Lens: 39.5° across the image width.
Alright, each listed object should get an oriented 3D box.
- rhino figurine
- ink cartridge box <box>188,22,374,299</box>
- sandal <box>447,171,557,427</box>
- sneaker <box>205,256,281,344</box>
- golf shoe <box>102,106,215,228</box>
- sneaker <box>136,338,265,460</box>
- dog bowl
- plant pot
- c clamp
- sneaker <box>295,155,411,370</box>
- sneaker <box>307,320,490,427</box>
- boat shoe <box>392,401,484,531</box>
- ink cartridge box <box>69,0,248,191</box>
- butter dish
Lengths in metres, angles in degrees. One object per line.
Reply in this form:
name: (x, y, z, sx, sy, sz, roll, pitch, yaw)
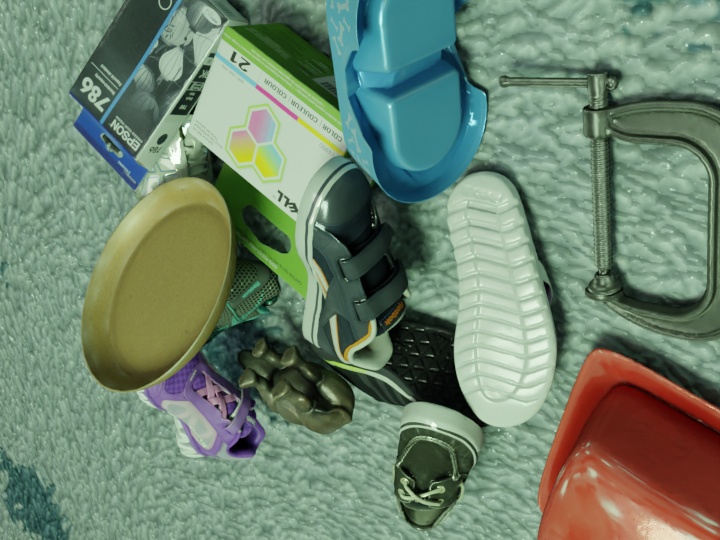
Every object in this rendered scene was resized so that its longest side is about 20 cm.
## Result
rhino figurine: (-0.070, 0.108, 0.954, 0.087, 0.060, 0.200, 36, 168, -23)
ink cartridge box: (-0.074, -0.083, 0.846, 0.148, 0.076, 0.200, 39, 122, 19)
sandal: (0.116, 0.022, 0.787, 0.082, 0.050, 0.203, 0, 101, 27)
sneaker: (-0.129, 0.032, 0.995, 0.200, 0.091, 0.078, 141, 125, -69)
golf shoe: (-0.175, -0.108, 0.956, 0.097, 0.078, 0.200, -32, 91, 41)
sneaker: (-0.145, 0.124, 0.964, 0.088, 0.081, 0.200, 16, 149, 25)
dog bowl: (0.031, -0.146, 0.712, 0.050, 0.111, 0.200, 32, 142, 43)
plant pot: (-0.175, 0.014, 0.886, 0.200, 0.027, 0.201, -22, 55, 34)
c clamp: (0.190, -0.045, 0.696, 0.170, 0.027, 0.201, 2, 114, 36)
sneaker: (0.000, 0.000, 0.794, 0.079, 0.078, 0.200, 30, 145, 24)
sneaker: (0.044, 0.087, 0.891, 0.200, 0.072, 0.083, 24, 157, 29)
boat shoe: (0.062, 0.174, 0.856, 0.071, 0.064, 0.200, 15, 152, 12)
ink cartridge box: (-0.193, -0.175, 0.903, 0.099, 0.039, 0.200, 44, 113, 13)
butter dish: (0.204, 0.195, 0.730, 0.199, 0.148, 0.200, 31, 131, 25)
